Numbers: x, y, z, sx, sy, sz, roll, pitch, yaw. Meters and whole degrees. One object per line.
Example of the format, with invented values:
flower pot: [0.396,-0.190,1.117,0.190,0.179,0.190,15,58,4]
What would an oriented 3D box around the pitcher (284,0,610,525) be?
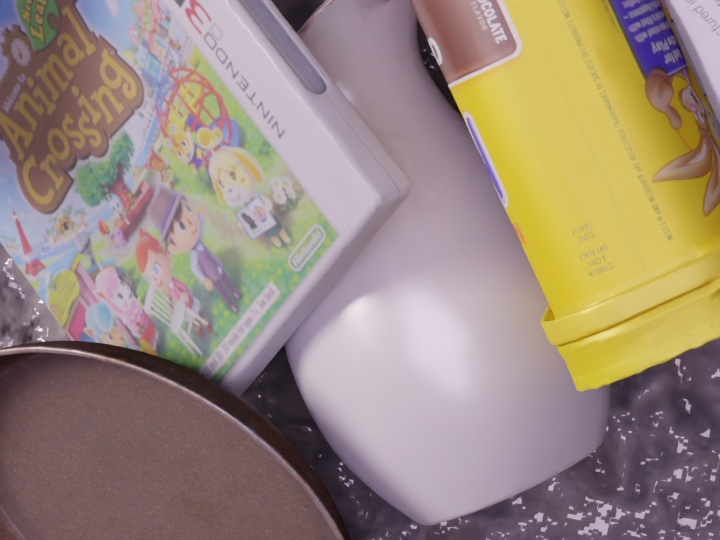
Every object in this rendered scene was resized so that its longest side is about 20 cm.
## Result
pitcher: [0.000,0.000,1.134,0.171,0.121,0.200,-23,93,39]

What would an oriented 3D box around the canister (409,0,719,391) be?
canister: [0.074,-0.071,1.007,0.086,0.149,0.200,-24,92,9]

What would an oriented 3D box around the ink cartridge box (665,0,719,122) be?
ink cartridge box: [0.155,-0.126,1.106,0.200,0.083,0.147,-44,91,10]

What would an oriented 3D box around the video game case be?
video game case: [-0.083,-0.045,1.099,0.182,0.022,0.200,53,139,12]

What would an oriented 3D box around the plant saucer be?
plant saucer: [-0.085,0.099,1.145,0.200,0.032,0.201,17,135,17]
